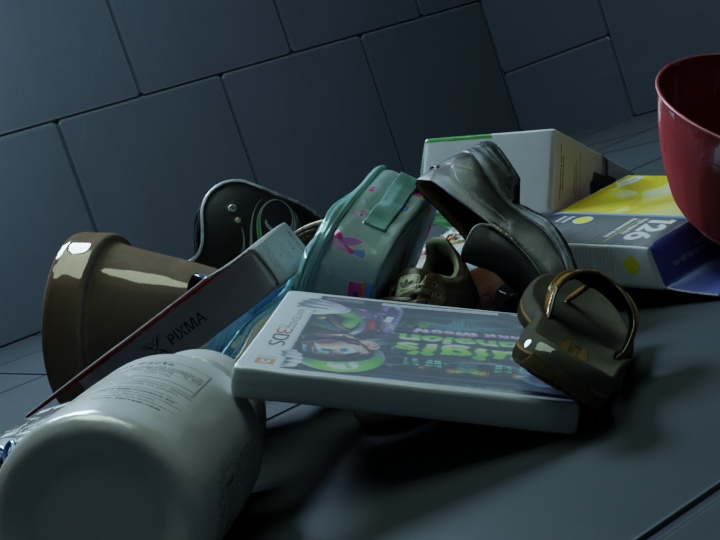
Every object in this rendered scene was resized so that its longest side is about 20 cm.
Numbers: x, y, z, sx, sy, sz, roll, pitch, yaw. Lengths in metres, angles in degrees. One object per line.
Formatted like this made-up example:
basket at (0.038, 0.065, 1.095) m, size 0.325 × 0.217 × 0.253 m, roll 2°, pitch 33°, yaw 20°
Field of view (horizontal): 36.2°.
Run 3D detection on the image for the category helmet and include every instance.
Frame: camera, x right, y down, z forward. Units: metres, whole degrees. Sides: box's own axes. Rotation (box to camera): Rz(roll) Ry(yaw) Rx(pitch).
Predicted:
helmet at (-0.148, -0.001, 1.338) m, size 0.199 × 0.191 × 0.200 m, roll 18°, pitch -8°, yaw 3°

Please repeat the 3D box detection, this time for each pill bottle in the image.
pill bottle at (-0.118, 0.110, 0.636) m, size 0.114 × 0.115 × 0.200 m, roll -18°, pitch 6°, yaw 10°

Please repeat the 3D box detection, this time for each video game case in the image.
video game case at (0.034, 0.053, 0.709) m, size 0.199 × 0.023 × 0.182 m, roll 6°, pitch 14°, yaw 5°

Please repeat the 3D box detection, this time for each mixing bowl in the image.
mixing bowl at (0.313, -0.080, 0.845) m, size 0.199 × 0.109 × 0.200 m, roll 5°, pitch 33°, yaw -3°

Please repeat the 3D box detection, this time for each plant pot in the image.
plant pot at (-0.220, 0.060, 1.184) m, size 0.174 × 0.201 × 0.200 m, roll 2°, pitch 10°, yaw 10°

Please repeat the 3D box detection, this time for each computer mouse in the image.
computer mouse at (0.123, 0.041, 0.935) m, size 0.200 × 0.034 × 0.059 m, roll -30°, pitch 23°, yaw -35°

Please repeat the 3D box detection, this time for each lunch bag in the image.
lunch bag at (0.000, 0.000, 0.940) m, size 0.077 × 0.161 × 0.200 m, roll 21°, pitch 27°, yaw 8°

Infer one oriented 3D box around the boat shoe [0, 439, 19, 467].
boat shoe at (-0.212, 0.142, 0.771) m, size 0.199 × 0.084 × 0.069 m, roll -22°, pitch -5°, yaw -6°

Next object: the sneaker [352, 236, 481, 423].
sneaker at (0.035, 0.042, 0.843) m, size 0.070 × 0.076 × 0.200 m, roll -11°, pitch 19°, yaw 26°

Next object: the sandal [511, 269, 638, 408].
sandal at (0.136, 0.028, 0.684) m, size 0.082 × 0.055 × 0.200 m, roll 27°, pitch 15°, yaw 11°

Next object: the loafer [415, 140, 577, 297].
loafer at (0.112, -0.018, 0.880) m, size 0.072 × 0.073 × 0.200 m, roll -19°, pitch 48°, yaw -13°

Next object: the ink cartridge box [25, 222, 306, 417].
ink cartridge box at (-0.146, 0.050, 0.874) m, size 0.200 × 0.044 × 0.174 m, roll -36°, pitch 5°, yaw 20°

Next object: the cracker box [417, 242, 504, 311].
cracker box at (0.099, 0.014, 1.081) m, size 0.134 × 0.058 × 0.200 m, roll -23°, pitch 7°, yaw -26°

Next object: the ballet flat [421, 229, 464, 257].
ballet flat at (0.093, 0.000, 1.256) m, size 0.200 × 0.076 × 0.064 m, roll -27°, pitch 40°, yaw -27°

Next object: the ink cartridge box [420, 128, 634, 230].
ink cartridge box at (0.172, -0.076, 1.106) m, size 0.146 × 0.083 × 0.200 m, roll 0°, pitch -8°, yaw 35°

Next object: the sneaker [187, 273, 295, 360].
sneaker at (-0.123, 0.025, 1.092) m, size 0.078 × 0.090 × 0.200 m, roll -29°, pitch 20°, yaw 37°

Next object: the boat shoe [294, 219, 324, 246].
boat shoe at (-0.055, -0.001, 1.194) m, size 0.200 × 0.073 × 0.065 m, roll -31°, pitch -12°, yaw 38°

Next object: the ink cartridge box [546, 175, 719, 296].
ink cartridge box at (0.259, -0.036, 0.931) m, size 0.197 × 0.047 × 0.200 m, roll -24°, pitch 18°, yaw -39°

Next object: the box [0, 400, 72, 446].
box at (-0.240, 0.147, 0.976) m, size 0.199 × 0.049 × 0.158 m, roll -17°, pitch 6°, yaw 18°
